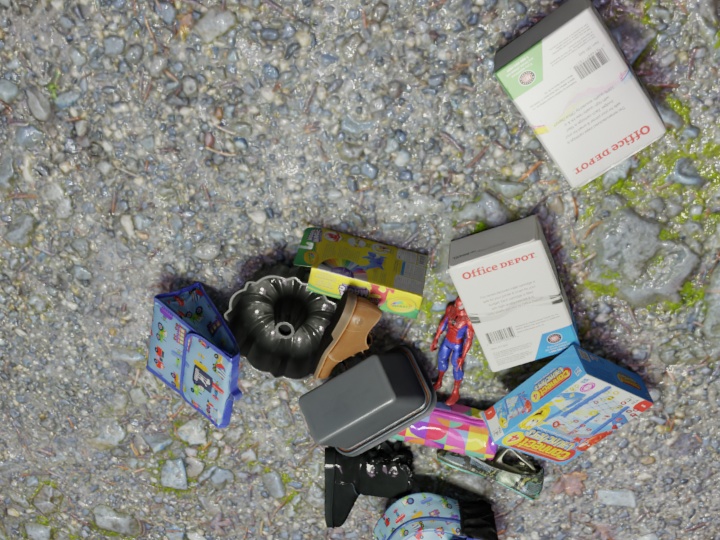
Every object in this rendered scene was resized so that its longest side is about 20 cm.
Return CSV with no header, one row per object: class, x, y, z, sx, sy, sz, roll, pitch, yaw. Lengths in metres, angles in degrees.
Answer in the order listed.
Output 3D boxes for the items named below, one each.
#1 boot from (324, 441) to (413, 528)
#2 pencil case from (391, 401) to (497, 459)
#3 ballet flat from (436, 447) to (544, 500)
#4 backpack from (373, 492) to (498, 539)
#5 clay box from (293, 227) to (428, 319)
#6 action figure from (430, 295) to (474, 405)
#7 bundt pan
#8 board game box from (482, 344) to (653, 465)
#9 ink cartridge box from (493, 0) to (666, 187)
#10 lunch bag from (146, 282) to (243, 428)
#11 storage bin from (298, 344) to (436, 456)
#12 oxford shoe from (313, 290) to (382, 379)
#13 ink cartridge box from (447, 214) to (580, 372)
boot,0.014,0.393,1.621,0.159,0.074,0.201,2,123,1
pencil case,0.143,0.258,1.507,0.196,0.089,0.090,9,122,4
ballet flat,0.230,0.330,1.557,0.197,0.075,0.075,23,122,-7
backpack,0.129,0.488,1.596,0.197,0.136,0.184,20,124,-22
clay box,0.000,0.000,1.355,0.196,0.116,0.048,14,124,1
action figure,0.148,0.124,1.440,0.065,0.051,0.203,30,127,33
bundt pan,-0.114,0.075,1.440,0.198,0.076,0.205,4,122,7
board game box,0.330,0.219,1.422,0.198,0.056,0.196,23,126,-38
ink cartridge box,0.289,-0.235,1.184,0.144,0.084,0.201,-31,112,24
lunch bag,-0.249,0.144,1.436,0.199,0.093,0.153,39,130,32
storage bin,-0.001,0.198,1.433,0.198,0.134,0.147,-31,70,16
oxford shoe,-0.023,0.112,1.347,0.070,0.072,0.201,18,141,-12
ink cartridge box,0.233,0.036,1.357,0.144,0.085,0.202,-17,117,17
